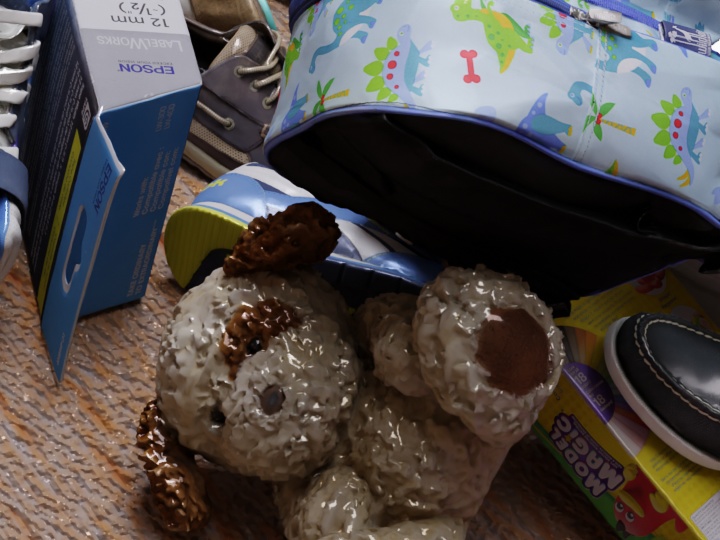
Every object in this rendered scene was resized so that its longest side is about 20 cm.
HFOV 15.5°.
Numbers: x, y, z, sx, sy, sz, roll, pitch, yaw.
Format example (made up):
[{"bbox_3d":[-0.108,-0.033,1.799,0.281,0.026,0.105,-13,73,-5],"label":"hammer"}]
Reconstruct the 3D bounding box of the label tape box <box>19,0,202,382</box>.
[{"bbox_3d":[-0.128,-0.062,1.341,0.066,0.144,0.201,1,42,-21],"label":"label tape box"}]

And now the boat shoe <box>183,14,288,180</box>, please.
[{"bbox_3d":[-0.071,-0.097,1.461,0.199,0.074,0.075,19,39,0],"label":"boat shoe"}]

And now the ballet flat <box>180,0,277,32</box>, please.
[{"bbox_3d":[-0.110,-0.184,1.563,0.072,0.068,0.201,-17,48,-10],"label":"ballet flat"}]

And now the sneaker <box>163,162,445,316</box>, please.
[{"bbox_3d":[0.000,0.000,1.381,0.199,0.074,0.082,27,37,6],"label":"sneaker"}]

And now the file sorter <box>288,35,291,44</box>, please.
[{"bbox_3d":[0.064,-0.172,1.559,0.122,0.139,0.200,29,40,18],"label":"file sorter"}]

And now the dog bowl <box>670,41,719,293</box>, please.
[{"bbox_3d":[0.222,-0.085,1.332,0.198,0.079,0.201,-3,56,4],"label":"dog bowl"}]

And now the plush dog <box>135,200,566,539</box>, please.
[{"bbox_3d":[-0.014,0.060,1.246,0.171,0.201,0.161,27,11,-1],"label":"plush dog"}]

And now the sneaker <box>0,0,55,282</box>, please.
[{"bbox_3d":[-0.184,-0.073,1.286,0.080,0.201,0.147,9,32,-28],"label":"sneaker"}]

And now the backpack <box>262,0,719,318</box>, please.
[{"bbox_3d":[0.064,-0.081,1.205,0.199,0.183,0.148,18,72,-26],"label":"backpack"}]

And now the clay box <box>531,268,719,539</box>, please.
[{"bbox_3d":[0.146,0.069,1.336,0.200,0.048,0.115,50,45,7],"label":"clay box"}]

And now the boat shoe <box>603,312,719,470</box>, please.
[{"bbox_3d":[0.211,0.073,1.301,0.199,0.060,0.076,30,47,-17],"label":"boat shoe"}]

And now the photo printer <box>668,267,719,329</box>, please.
[{"bbox_3d":[0.246,0.005,1.479,0.199,0.070,0.167,22,39,3],"label":"photo printer"}]
